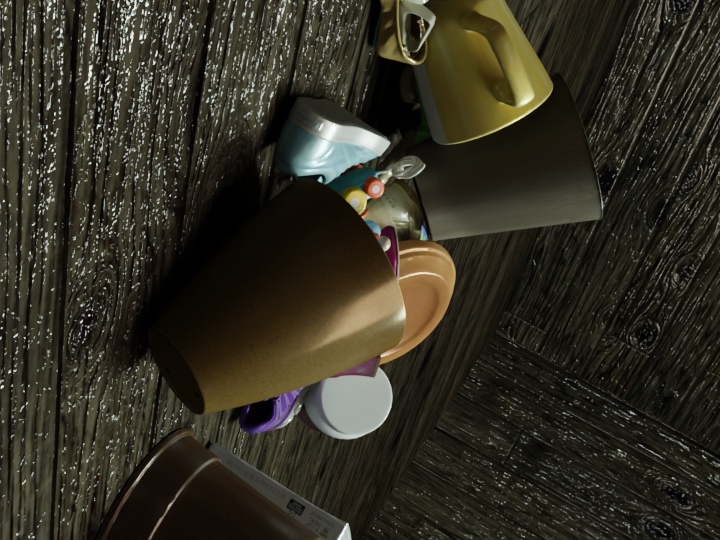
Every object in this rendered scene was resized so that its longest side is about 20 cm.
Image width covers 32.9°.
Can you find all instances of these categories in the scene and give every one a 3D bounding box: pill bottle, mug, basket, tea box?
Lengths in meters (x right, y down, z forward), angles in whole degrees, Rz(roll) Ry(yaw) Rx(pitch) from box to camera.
[{"bbox_3d":[-0.027,0.165,1.630,0.115,0.114,0.200,-60,-171,-10],"label":"pill bottle"},{"bbox_3d":[0.132,-0.246,1.355,0.149,0.186,0.154,-42,115,-37],"label":"mug"},{"bbox_3d":[0.162,-0.118,1.434,0.136,0.198,0.182,64,10,-81],"label":"basket"},{"bbox_3d":[-0.144,0.355,1.497,0.198,0.199,0.134,-59,168,-17],"label":"tea box"}]

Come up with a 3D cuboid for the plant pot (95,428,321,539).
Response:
[{"bbox_3d":[-0.161,0.311,1.335,0.201,0.197,0.201,-56,166,-21],"label":"plant pot"}]

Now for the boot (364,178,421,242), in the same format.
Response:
[{"bbox_3d":[0.000,0.000,1.472,0.155,0.073,0.201,-27,141,-23],"label":"boot"}]

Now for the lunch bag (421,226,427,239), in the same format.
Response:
[{"bbox_3d":[0.016,0.016,1.703,0.201,0.082,0.161,-61,167,-4],"label":"lunch bag"}]

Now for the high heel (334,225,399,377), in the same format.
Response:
[{"bbox_3d":[-0.014,0.037,1.353,0.068,0.095,0.202,-102,-160,-61],"label":"high heel"}]

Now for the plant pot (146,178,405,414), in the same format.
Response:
[{"bbox_3d":[-0.091,0.042,1.135,0.199,0.186,0.187,-32,154,-27],"label":"plant pot"}]

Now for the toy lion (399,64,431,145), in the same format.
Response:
[{"bbox_3d":[0.121,-0.195,1.550,0.200,0.068,0.193,-50,140,-39],"label":"toy lion"}]

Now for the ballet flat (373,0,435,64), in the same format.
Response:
[{"bbox_3d":[0.051,-0.281,1.240,0.069,0.063,0.200,-56,166,-21],"label":"ballet flat"}]

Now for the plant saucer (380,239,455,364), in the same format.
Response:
[{"bbox_3d":[0.033,0.049,1.465,0.199,0.038,0.201,-22,143,-18],"label":"plant saucer"}]

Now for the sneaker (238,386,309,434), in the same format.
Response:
[{"bbox_3d":[-0.092,0.124,1.511,0.083,0.080,0.201,-24,141,-62],"label":"sneaker"}]

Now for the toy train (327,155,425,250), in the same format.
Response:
[{"bbox_3d":[-0.006,-0.049,1.316,0.200,0.149,0.056,-55,137,-46],"label":"toy train"}]

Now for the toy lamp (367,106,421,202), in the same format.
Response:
[{"bbox_3d":[0.049,-0.145,1.545,0.200,0.058,0.058,-53,165,-38],"label":"toy lamp"}]

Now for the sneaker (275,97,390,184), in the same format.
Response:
[{"bbox_3d":[-0.036,-0.123,1.232,0.082,0.074,0.200,-57,161,13],"label":"sneaker"}]

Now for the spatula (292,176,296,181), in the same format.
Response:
[{"bbox_3d":[-0.023,-0.046,1.211,0.020,0.200,0.057,-24,134,-19],"label":"spatula"}]
